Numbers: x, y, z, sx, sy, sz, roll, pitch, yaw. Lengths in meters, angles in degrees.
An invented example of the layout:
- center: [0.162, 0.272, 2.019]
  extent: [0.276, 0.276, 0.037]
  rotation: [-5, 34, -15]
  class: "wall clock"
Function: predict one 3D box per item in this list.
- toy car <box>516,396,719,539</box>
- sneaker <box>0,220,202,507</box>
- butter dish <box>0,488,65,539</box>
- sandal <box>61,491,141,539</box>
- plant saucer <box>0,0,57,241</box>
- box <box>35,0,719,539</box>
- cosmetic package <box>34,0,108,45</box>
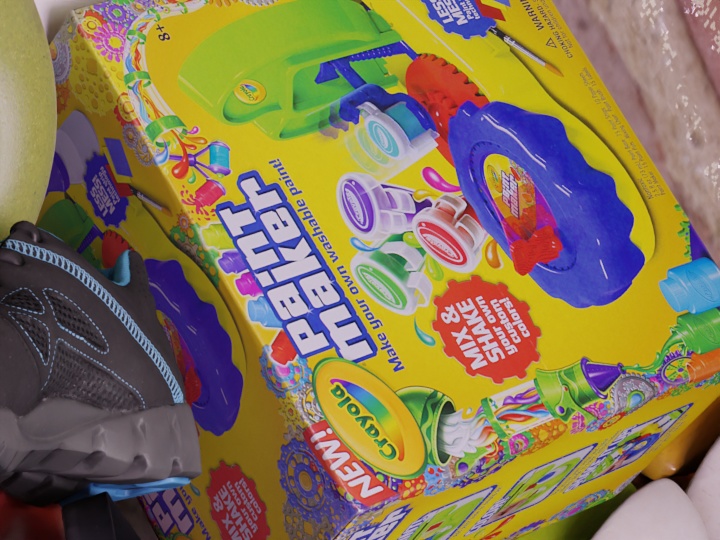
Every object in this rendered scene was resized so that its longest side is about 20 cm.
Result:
- center: [0.077, 0.094, 1.239]
  extent: [0.200, 0.175, 0.151]
  rotation: [-33, 151, -44]
  class: "toy car"
- center: [-0.122, 0.028, 0.911]
  extent: [0.200, 0.073, 0.082]
  rotation: [12, 67, -63]
  class: "sneaker"
- center: [-0.135, 0.141, 0.992]
  extent: [0.200, 0.147, 0.200]
  rotation: [-46, 121, -36]
  class: "butter dish"
- center: [-0.049, 0.129, 0.976]
  extent: [0.200, 0.043, 0.076]
  rotation: [61, 10, -54]
  class: "sandal"
- center: [-0.191, -0.042, 0.930]
  extent: [0.199, 0.031, 0.201]
  rotation: [-4, 109, -12]
  class: "plant saucer"
- center: [0.000, 0.000, 1.069]
  extent: [0.192, 0.122, 0.201]
  rotation: [-20, 71, -35]
  class: "box"
- center: [-0.144, -0.126, 1.028]
  extent: [0.200, 0.084, 0.108]
  rotation: [-39, 121, -41]
  class: "cosmetic package"
